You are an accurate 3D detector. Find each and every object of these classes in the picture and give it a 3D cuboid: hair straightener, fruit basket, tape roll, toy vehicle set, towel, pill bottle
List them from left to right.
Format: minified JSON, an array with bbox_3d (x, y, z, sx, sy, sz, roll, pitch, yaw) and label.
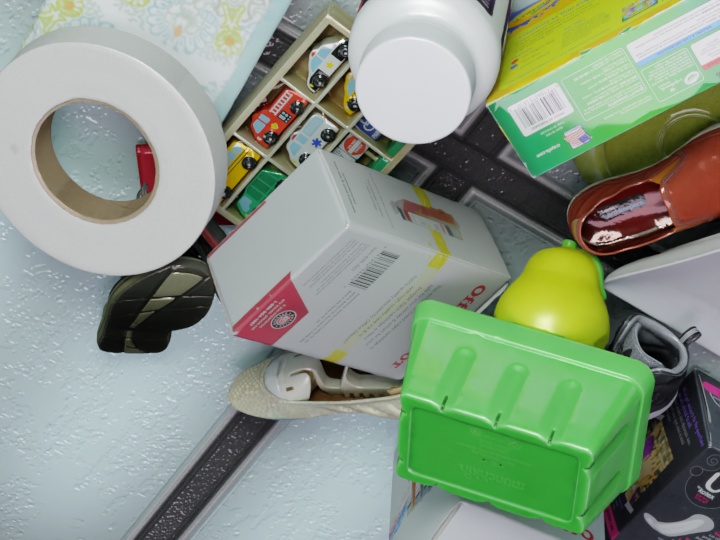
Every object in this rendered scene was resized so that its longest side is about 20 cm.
[{"bbox_3d":[-0.203,-0.092,1.615,0.201,0.037,0.204,8,121,13],"label":"tape roll"},{"bbox_3d":[-0.151,-0.205,1.600,0.170,0.048,0.201,26,124,-12],"label":"towel"},{"bbox_3d":[-0.136,-0.009,1.726,0.076,0.041,0.200,-3,146,31],"label":"hair straightener"},{"bbox_3d":[-0.037,-0.105,1.660,0.124,0.027,0.200,34,119,-17],"label":"toy vehicle set"},{"bbox_3d":[0.051,-0.174,1.505,0.110,0.200,0.112,4,121,7],"label":"pill bottle"},{"bbox_3d":[0.137,0.083,1.650,0.214,0.216,0.156,3,130,1],"label":"fruit basket"}]

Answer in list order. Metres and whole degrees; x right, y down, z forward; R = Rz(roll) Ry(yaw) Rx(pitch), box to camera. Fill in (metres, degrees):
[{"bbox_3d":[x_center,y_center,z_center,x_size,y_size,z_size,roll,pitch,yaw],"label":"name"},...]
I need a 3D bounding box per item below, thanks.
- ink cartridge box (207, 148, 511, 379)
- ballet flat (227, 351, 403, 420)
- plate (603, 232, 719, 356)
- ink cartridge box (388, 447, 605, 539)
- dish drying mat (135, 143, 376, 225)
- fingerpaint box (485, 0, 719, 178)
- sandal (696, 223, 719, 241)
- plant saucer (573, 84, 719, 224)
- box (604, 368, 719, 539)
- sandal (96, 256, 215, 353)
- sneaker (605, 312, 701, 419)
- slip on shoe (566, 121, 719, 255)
[{"bbox_3d":[0.000,0.000,1.669,0.199,0.084,0.145,19,128,-44],"label":"ink cartridge box"},{"bbox_3d":[-0.021,0.091,1.792,0.198,0.068,0.063,0,141,10],"label":"ballet flat"},{"bbox_3d":[0.330,0.011,1.687,0.199,0.033,0.199,-19,147,41],"label":"plate"},{"bbox_3d":[0.116,0.203,1.793,0.144,0.201,0.145,22,126,-13],"label":"ink cartridge box"},{"bbox_3d":[-0.084,-0.072,1.713,0.198,0.018,0.077,1,125,4],"label":"dish drying mat"},{"bbox_3d":[0.200,-0.172,1.522,0.199,0.167,0.074,-27,112,21],"label":"fingerpaint box"},{"bbox_3d":[0.343,-0.039,1.671,0.075,0.045,0.200,7,144,-41],"label":"sandal"},{"bbox_3d":[0.264,-0.110,1.654,0.198,0.031,0.201,1,127,2],"label":"plant saucer"},{"bbox_3d":[0.287,0.206,1.843,0.122,0.106,0.200,28,123,-20],"label":"box"},{"bbox_3d":[-0.179,0.022,1.737,0.079,0.058,0.201,11,159,-20],"label":"sandal"},{"bbox_3d":[0.195,0.095,1.724,0.199,0.076,0.114,-20,156,-27],"label":"sneaker"},{"bbox_3d":[0.255,-0.062,1.629,0.199,0.061,0.074,-21,110,18],"label":"slip on shoe"}]
